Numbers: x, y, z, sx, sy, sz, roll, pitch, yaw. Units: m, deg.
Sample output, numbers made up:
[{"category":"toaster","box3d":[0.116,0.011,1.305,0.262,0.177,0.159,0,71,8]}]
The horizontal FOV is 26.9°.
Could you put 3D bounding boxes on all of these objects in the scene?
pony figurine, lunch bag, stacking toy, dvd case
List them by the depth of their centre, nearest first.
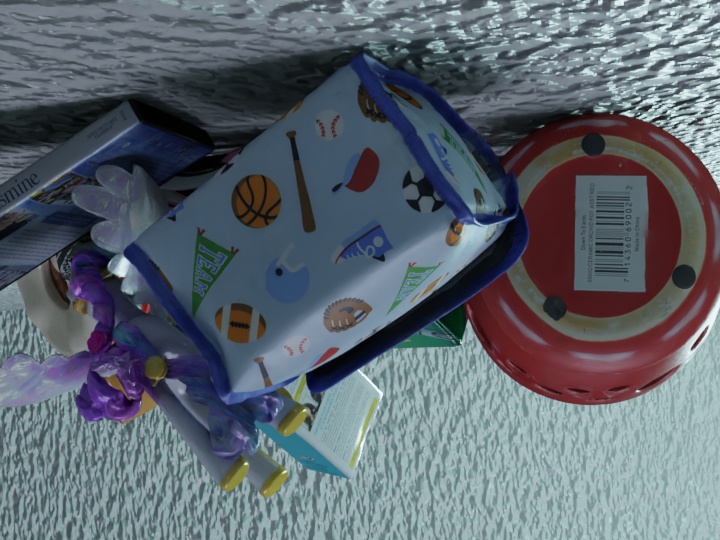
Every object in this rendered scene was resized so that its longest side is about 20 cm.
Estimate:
[{"category":"lunch bag","box3d":[-0.004,-0.017,0.831,0.169,0.125,0.200,-35,173,13]},{"category":"dvd case","box3d":[-0.189,-0.033,0.889,0.199,0.018,0.143,-33,173,8]},{"category":"pony figurine","box3d":[-0.129,0.048,0.901,0.199,0.167,0.193,39,179,14]},{"category":"stacking toy","box3d":[-0.175,-0.023,1.228,0.199,0.148,0.146,-25,-171,-33]}]

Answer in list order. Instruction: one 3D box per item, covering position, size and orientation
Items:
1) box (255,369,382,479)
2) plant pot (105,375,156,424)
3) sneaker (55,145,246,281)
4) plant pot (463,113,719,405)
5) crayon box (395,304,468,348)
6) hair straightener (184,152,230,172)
[{"category":"box","box3d":[-0.057,0.089,1.204,0.049,0.083,0.200,6,154,34]},{"category":"plant pot","box3d":[-0.215,0.035,1.521,0.139,0.202,0.200,-22,-179,-12]},{"category":"sneaker","box3d":[-0.117,-0.020,0.994,0.198,0.087,0.080,-16,146,20]},{"category":"plant pot","box3d":[0.165,-0.009,1.080,0.198,0.203,0.183,-5,170,8]},{"category":"crayon box","box3d":[0.000,0.000,1.233,0.198,0.120,0.058,-3,148,35]},{"category":"hair straightener","box3d":[-0.141,-0.069,1.038,0.197,0.041,0.077,0,151,1]}]
